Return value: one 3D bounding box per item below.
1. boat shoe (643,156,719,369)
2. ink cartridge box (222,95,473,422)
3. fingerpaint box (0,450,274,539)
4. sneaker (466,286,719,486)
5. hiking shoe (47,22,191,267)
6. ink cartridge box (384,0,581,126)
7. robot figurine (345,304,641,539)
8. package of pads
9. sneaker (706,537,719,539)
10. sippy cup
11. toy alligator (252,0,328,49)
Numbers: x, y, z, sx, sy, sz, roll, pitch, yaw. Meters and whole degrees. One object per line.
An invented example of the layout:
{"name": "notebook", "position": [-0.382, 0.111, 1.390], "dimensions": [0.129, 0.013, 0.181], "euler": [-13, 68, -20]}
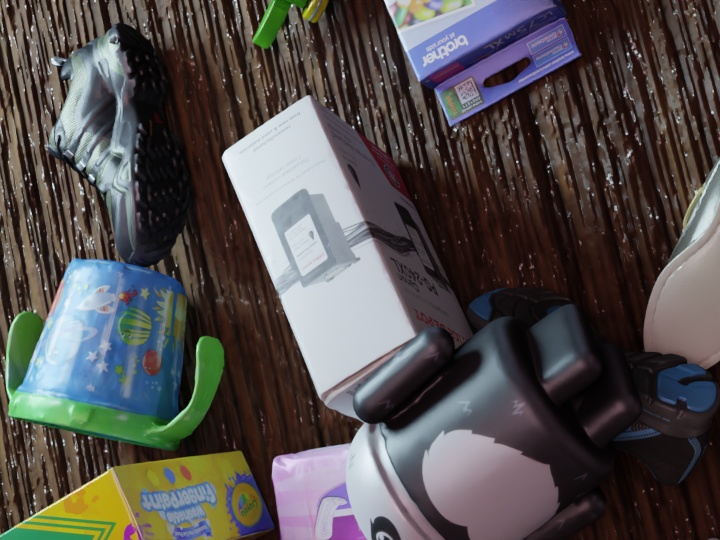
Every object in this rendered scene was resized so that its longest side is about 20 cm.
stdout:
{"name": "boat shoe", "position": [0.252, -0.021, 0.939], "dimensions": [0.071, 0.060, 0.204], "euler": [24, 115, 7]}
{"name": "ink cartridge box", "position": [0.000, 0.000, 0.974], "dimensions": [0.083, 0.145, 0.202], "euler": [-31, 64, 15]}
{"name": "fingerpaint box", "position": [-0.182, 0.205, 1.025], "dimensions": [0.166, 0.200, 0.074], "euler": [-31, 76, 17]}
{"name": "sneaker", "position": [0.152, 0.079, 0.969], "dimensions": [0.199, 0.073, 0.083], "euler": [31, 133, 34]}
{"name": "hiking shoe", "position": [-0.201, -0.093, 1.125], "dimensions": [0.100, 0.075, 0.203], "euler": [-18, 72, 28]}
{"name": "ink cartridge box", "position": [0.073, -0.224, 1.036], "dimensions": [0.118, 0.042, 0.202], "euler": [-26, 80, 18]}
{"name": "robot figurine", "position": [0.082, 0.112, 0.886], "dimensions": [0.199, 0.125, 0.151], "euler": [-38, 75, 18]}
{"name": "package of pads", "position": [0.040, 0.180, 1.006], "dimensions": [0.198, 0.076, 0.122], "euler": [-12, 80, 20]}
{"name": "sneaker", "position": [0.219, 0.255, 0.894], "dimensions": [0.070, 0.200, 0.074], "euler": [5, 127, 37]}
{"name": "sippy cup", "position": [-0.194, 0.064, 1.082], "dimensions": [0.176, 0.140, 0.132], "euler": [12, 81, -4]}
{"name": "toy alligator", "position": [-0.032, -0.258, 1.052], "dimensions": [0.059, 0.055, 0.201], "euler": [22, 125, -16]}
